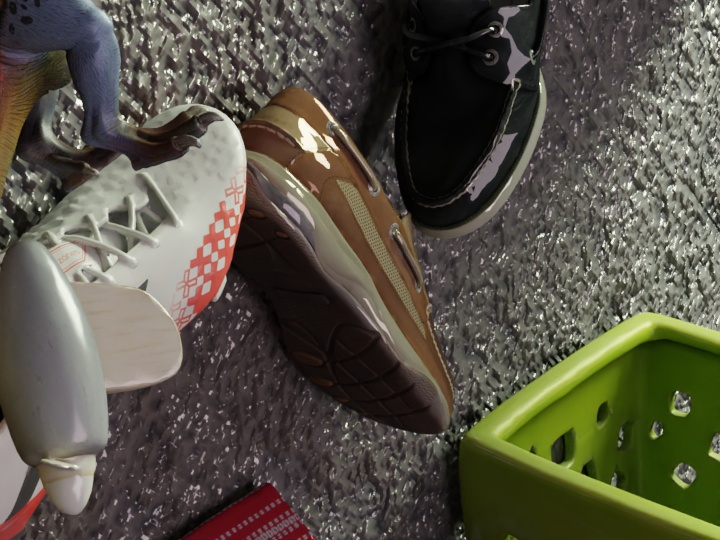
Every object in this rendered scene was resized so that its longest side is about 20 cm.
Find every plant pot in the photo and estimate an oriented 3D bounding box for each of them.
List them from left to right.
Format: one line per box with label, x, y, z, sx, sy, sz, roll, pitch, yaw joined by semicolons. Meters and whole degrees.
plant pot;0.178;0.158;1.076;0.199;0.199;0.183;-29;130;-46

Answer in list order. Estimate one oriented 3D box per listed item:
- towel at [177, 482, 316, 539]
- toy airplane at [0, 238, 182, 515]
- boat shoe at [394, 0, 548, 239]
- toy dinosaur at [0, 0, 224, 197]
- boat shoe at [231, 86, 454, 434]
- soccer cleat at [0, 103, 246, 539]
towel;-0.024;0.199;0.847;0.144;0.200;0.022;-30;167;-46
toy airplane;-0.174;0.033;0.597;0.200;0.141;0.199;-47;114;-11
boat shoe;0.050;-0.115;0.911;0.066;0.074;0.200;45;59;-53
toy dinosaur;-0.118;-0.115;0.685;0.200;0.105;0.182;-41;111;-23
boat shoe;0.000;0.000;0.885;0.072;0.075;0.200;-60;142;-26
soccer cleat;-0.107;0.009;0.743;0.200;0.068;0.085;-55;156;-21
